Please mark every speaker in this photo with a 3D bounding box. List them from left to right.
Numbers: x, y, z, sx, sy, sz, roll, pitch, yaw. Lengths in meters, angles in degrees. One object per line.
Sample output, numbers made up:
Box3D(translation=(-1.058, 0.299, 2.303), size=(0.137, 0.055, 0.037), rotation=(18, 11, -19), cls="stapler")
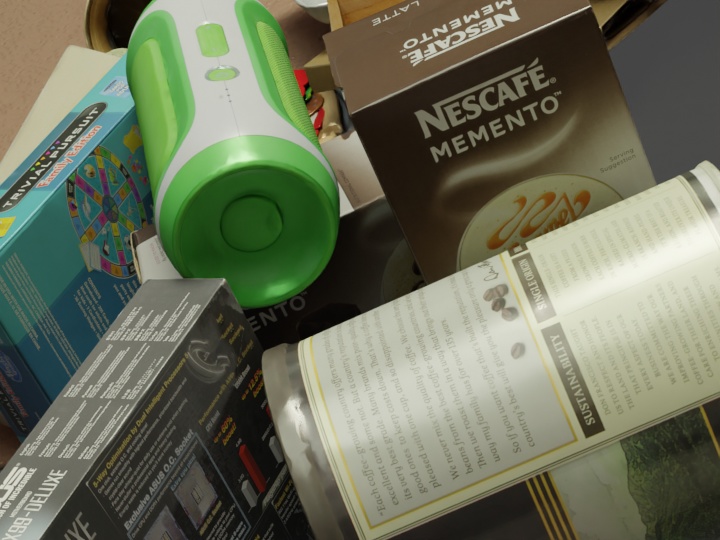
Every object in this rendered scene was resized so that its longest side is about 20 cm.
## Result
Box3D(translation=(-0.063, -0.064, 0.930), size=(0.088, 0.089, 0.200), rotation=(-24, 32, 3), cls="speaker")

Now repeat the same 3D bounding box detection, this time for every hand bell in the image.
Box3D(translation=(-0.164, -0.185, 1.418), size=(0.104, 0.105, 0.200), rotation=(-32, 20, -9), cls="hand bell")

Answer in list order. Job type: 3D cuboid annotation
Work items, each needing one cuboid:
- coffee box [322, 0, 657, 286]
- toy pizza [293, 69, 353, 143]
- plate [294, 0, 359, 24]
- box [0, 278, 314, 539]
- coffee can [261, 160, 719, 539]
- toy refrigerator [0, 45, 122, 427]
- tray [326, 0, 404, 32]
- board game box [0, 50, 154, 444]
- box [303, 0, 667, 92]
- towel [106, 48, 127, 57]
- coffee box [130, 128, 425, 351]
Box3D(translation=(0.074, -0.028, 0.890), size=(0.114, 0.201, 0.080), rotation=(-23, 32, 5), cls="coffee box")
Box3D(translation=(-0.097, -0.069, 1.231), size=(0.199, 0.032, 0.201), rotation=(-19, 33, 13), cls="toy pizza")
Box3D(translation=(0.039, -0.203, 1.282), size=(0.198, 0.033, 0.200), rotation=(-19, 21, -9), cls="plate")
Box3D(translation=(-0.088, 0.127, 0.827), size=(0.049, 0.158, 0.201), rotation=(-1, 41, 35), cls="box")
Box3D(translation=(0.078, 0.061, 0.809), size=(0.199, 0.147, 0.147), rotation=(-24, 32, 4), cls="coffee can")
Box3D(translation=(-0.166, -0.017, 1.100), size=(0.070, 0.076, 0.201), rotation=(17, 70, 30), cls="toy refrigerator")
Box3D(translation=(0.035, -0.134, 1.076), size=(0.098, 0.037, 0.200), rotation=(-17, 13, 2), cls="tray")
Box3D(translation=(-0.123, -0.003, 1.044), size=(0.047, 0.152, 0.200), rotation=(2, 41, 38), cls="board game box")
Box3D(translation=(0.086, -0.154, 1.195), size=(0.199, 0.021, 0.163), rotation=(-3, 24, 32), cls="box")
Box3D(translation=(-0.185, -0.049, 1.221), size=(0.200, 0.037, 0.148), rotation=(-45, 32, -4), cls="towel")
Box3D(translation=(0.000, 0.000, 0.987), size=(0.199, 0.114, 0.080), rotation=(-25, 32, 2), cls="coffee box")
